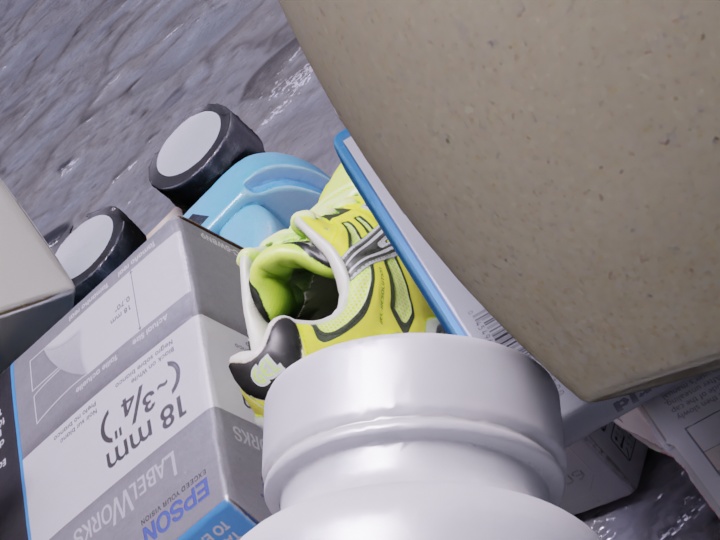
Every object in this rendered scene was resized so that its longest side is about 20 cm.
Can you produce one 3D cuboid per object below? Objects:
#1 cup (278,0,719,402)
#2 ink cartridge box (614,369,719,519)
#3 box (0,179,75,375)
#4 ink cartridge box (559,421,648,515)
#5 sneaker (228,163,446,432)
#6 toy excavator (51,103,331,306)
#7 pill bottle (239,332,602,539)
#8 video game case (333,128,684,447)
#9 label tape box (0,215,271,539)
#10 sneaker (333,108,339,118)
[{"bbox_3d":[0.087,-0.048,0.607,0.199,0.144,0.200,-16,-6,-2],"label":"cup"},{"bbox_3d":[0.151,0.009,0.699,0.160,0.050,0.200,-29,42,-2],"label":"ink cartridge box"},{"bbox_3d":[-0.171,0.062,0.951,0.068,0.201,0.082,-17,52,-30],"label":"box"},{"bbox_3d":[0.065,0.008,0.850,0.109,0.050,0.201,-24,31,38],"label":"ink cartridge box"},{"bbox_3d":[0.000,0.000,0.810,0.075,0.076,0.200,-36,23,19],"label":"sneaker"},{"bbox_3d":[-0.060,0.048,0.946,0.195,0.100,0.200,-46,32,-2],"label":"toy excavator"},{"bbox_3d":[0.015,0.122,0.585,0.111,0.111,0.201,-25,52,35],"label":"pill bottle"},{"bbox_3d":[0.106,-0.041,0.713,0.199,0.018,0.143,-29,48,-3],"label":"video game case"},{"bbox_3d":[-0.075,0.101,0.807,0.144,0.063,0.201,-41,41,25],"label":"label tape box"},{"bbox_3d":[0.035,-0.115,1.058,0.081,0.088,0.200,-54,24,-20],"label":"sneaker"}]
